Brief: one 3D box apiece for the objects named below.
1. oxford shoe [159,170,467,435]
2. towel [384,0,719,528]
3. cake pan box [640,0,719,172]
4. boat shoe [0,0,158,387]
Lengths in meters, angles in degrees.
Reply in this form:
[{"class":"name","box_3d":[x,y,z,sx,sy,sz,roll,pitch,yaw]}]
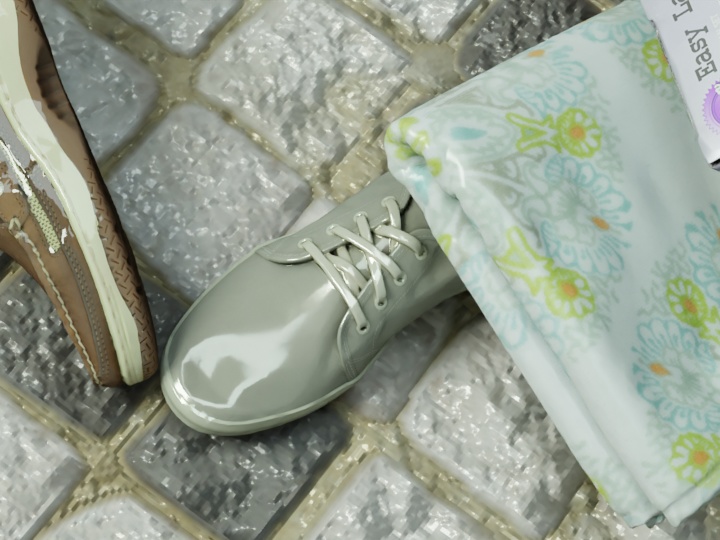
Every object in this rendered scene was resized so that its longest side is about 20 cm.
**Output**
[{"class":"oxford shoe","box_3d":[0.000,0.000,0.984,0.199,0.058,0.075,-31,73,-23]},{"class":"towel","box_3d":[0.122,-0.008,0.975,0.171,0.048,0.201,-28,83,-42]},{"class":"cake pan box","box_3d":[0.183,-0.112,1.025,0.184,0.052,0.201,16,49,-49]},{"class":"boat shoe","box_3d":[-0.147,-0.041,0.957,0.074,0.075,0.204,-22,87,-3]}]
